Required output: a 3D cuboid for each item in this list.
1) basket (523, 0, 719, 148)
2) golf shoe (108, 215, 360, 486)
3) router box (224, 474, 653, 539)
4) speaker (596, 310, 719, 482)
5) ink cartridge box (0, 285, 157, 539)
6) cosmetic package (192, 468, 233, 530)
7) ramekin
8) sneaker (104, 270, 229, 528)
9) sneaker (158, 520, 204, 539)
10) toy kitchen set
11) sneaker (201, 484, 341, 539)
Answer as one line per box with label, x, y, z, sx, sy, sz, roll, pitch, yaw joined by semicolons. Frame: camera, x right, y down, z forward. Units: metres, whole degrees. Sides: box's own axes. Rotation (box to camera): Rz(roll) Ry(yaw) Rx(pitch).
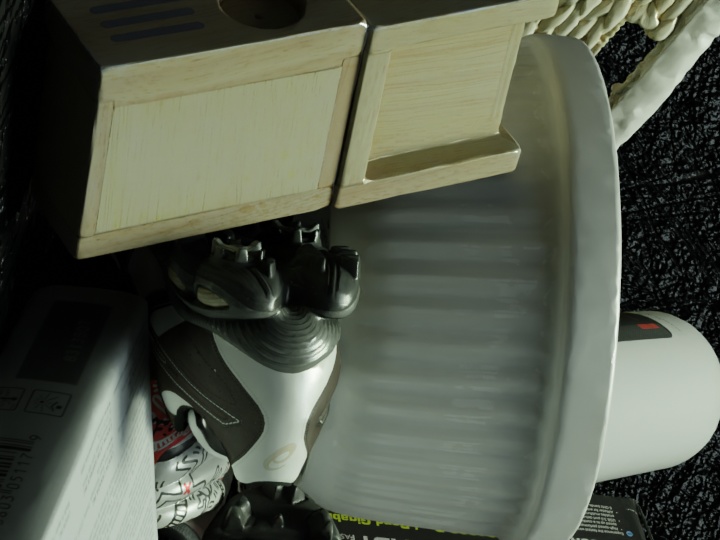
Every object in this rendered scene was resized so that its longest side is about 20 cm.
basket;0.093;-0.183;1.537;0.198;0.161;0.200;-49;-156;33
golf shoe;-0.056;0.018;1.069;0.200;0.077;0.095;-133;-135;-72
router box;0.021;0.169;1.352;0.062;0.199;0.150;-103;-155;-48
speaker;0.099;0.061;1.357;0.200;0.081;0.082;-1;104;-63
ink cartridge box;-0.106;0.132;1.004;0.163;0.057;0.201;-73;168;-57
cosmetic package;-0.004;0.149;1.424;0.081;0.199;0.113;-102;-165;-51
ramekin;0.029;0.007;1.133;0.200;0.105;0.201;-178;-90;-81
sneaker;-0.070;0.032;1.227;0.201;0.067;0.108;-60;162;-65
sneaker;-0.106;0.204;1.241;0.112;0.073;0.201;7;87;-82
toy kitchen set;-0.049;-0.143;1.015;0.200;0.180;0.164;52;-37;39
sneaker;-0.046;0.187;1.192;0.098;0.071;0.201;114;-19;-65
